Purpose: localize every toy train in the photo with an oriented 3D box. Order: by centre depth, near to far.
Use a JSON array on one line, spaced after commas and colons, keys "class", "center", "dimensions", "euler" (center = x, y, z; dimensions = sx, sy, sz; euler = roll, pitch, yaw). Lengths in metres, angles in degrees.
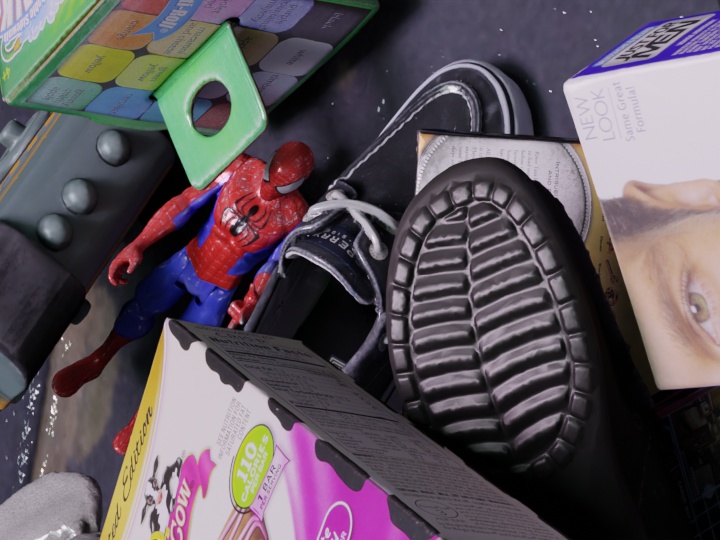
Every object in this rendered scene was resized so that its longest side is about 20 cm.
[{"class": "toy train", "center": [-0.148, -0.014, 1.056], "dimensions": [0.114, 0.085, 0.201], "euler": [-31, 23, 57]}]

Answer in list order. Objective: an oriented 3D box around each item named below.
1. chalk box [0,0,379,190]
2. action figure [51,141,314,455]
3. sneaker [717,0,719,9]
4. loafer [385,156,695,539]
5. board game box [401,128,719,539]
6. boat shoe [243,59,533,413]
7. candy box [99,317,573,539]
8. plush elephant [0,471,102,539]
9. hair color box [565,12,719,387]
[{"class": "chalk box", "center": [-0.082, -0.137, 0.982], "dimensions": [0.124, 0.123, 0.201], "euler": [-38, 55, 45]}, {"class": "action figure", "center": [-0.085, 0.019, 1.032], "dimensions": [0.065, 0.099, 0.200], "euler": [41, 126, 2]}, {"class": "sneaker", "center": [0.139, -0.155, 0.793], "dimensions": [0.080, 0.073, 0.202], "euler": [155, 109, -71]}, {"class": "loafer", "center": [0.066, 0.057, 0.775], "dimensions": [0.073, 0.071, 0.201], "euler": [-14, 98, 26]}, {"class": "board game box", "center": [0.082, 0.054, 0.827], "dimensions": [0.134, 0.035, 0.202], "euler": [5, 95, 15]}, {"class": "boat shoe", "center": [0.000, 0.000, 0.897], "dimensions": [0.071, 0.068, 0.201], "euler": [28, 84, 32]}, {"class": "candy box", "center": [-0.019, 0.112, 0.735], "dimensions": [0.200, 0.061, 0.137], "euler": [32, 107, 58]}, {"class": "plush elephant", "center": [-0.112, 0.182, 1.033], "dimensions": [0.155, 0.199, 0.165], "euler": [-55, 42, 12]}, {"class": "hair color box", "center": [0.171, -0.030, 0.691], "dimensions": [0.199, 0.065, 0.110], "euler": [-7, 108, 41]}]
